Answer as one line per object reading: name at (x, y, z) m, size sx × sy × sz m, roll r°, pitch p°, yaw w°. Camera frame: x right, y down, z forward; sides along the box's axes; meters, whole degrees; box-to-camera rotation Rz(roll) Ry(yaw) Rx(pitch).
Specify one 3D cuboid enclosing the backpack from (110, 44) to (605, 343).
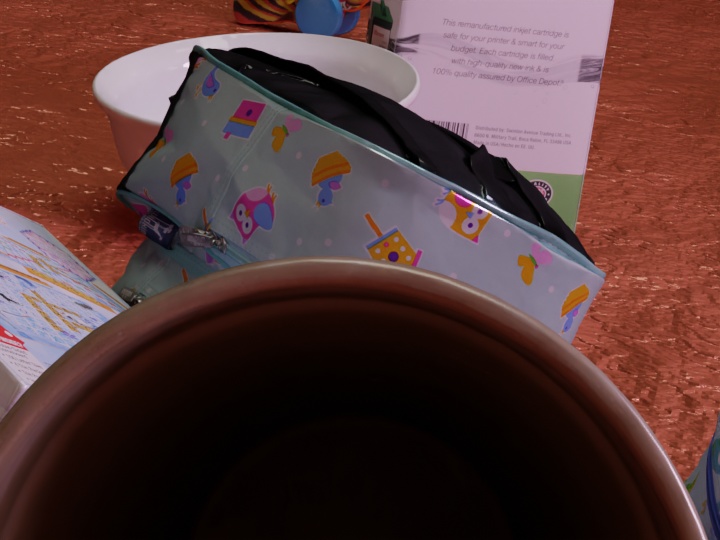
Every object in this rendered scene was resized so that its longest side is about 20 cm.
backpack at (0.000, 0.000, 0.890) m, size 0.175 × 0.154 × 0.199 m, roll 30°, pitch -7°, yaw -37°

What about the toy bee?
toy bee at (-0.020, -0.275, 1.965) m, size 0.198 × 0.110 × 0.131 m, roll 7°, pitch 14°, yaw -3°

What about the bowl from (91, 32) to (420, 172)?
bowl at (-0.063, -0.075, 1.253) m, size 0.199 × 0.091 × 0.201 m, roll 0°, pitch 22°, yaw 0°

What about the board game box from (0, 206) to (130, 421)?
board game box at (-0.132, 0.023, 0.767) m, size 0.199 × 0.041 × 0.200 m, roll 39°, pitch 5°, yaw 33°

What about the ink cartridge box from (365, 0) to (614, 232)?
ink cartridge box at (0.078, -0.132, 1.343) m, size 0.145 × 0.202 × 0.084 m, roll 4°, pitch 17°, yaw -16°

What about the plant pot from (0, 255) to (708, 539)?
plant pot at (-0.006, 0.098, 0.576) m, size 0.198 × 0.202 × 0.174 m, roll 9°, pitch 0°, yaw 3°

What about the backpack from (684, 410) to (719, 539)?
backpack at (0.178, 0.110, 0.686) m, size 0.161 × 0.155 × 0.201 m, roll 7°, pitch 43°, yaw -17°
